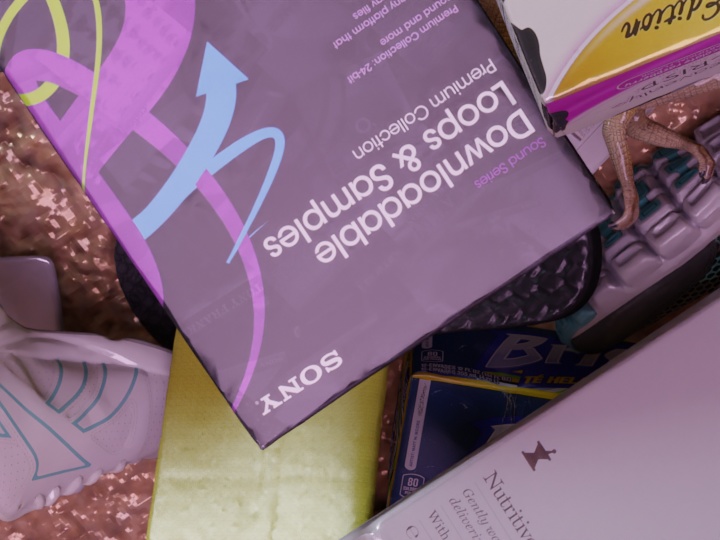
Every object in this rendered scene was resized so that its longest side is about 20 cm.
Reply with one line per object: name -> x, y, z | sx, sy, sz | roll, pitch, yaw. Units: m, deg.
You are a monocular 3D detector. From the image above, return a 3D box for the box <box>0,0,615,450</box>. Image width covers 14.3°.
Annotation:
box -> -0.029, -0.062, 0.933 | 0.143, 0.036, 0.200 | -34, 96, 5

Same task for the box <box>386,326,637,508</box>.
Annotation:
box -> 0.112, 0.072, 1.138 | 0.199, 0.064, 0.070 | 9, 113, -2

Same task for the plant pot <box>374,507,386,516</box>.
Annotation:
plant pot -> 0.066, 0.204, 1.134 | 0.199, 0.196, 0.195 | -13, 112, 1

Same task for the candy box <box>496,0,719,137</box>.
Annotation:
candy box -> 0.085, -0.161, 0.898 | 0.136, 0.061, 0.201 | -22, 80, 4

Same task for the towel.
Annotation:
towel -> -0.034, 0.080, 1.051 | 0.086, 0.201, 0.018 | -1, 154, 14

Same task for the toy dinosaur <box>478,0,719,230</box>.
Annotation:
toy dinosaur -> 0.061, -0.078, 0.974 | 0.199, 0.058, 0.102 | 19, 99, 0

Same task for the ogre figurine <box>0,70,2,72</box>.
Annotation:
ogre figurine -> -0.118, -0.151, 1.032 | 0.119, 0.098, 0.200 | 20, 146, -5

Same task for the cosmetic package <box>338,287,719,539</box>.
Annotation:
cosmetic package -> 0.103, 0.087, 1.006 | 0.200, 0.081, 0.113 | -34, 88, -16

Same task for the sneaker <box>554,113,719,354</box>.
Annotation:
sneaker -> 0.164, -0.021, 1.094 | 0.200, 0.078, 0.091 | -38, 110, 18

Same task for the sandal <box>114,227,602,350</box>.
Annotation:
sandal -> 0.000, 0.000, 1.114 | 0.199, 0.045, 0.076 | -3, 92, 19

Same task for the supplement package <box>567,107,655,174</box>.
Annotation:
supplement package -> 0.091, -0.140, 1.026 | 0.114, 0.110, 0.200 | 39, 109, -13

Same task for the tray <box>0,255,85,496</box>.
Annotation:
tray -> -0.214, 0.047, 1.163 | 0.199, 0.022, 0.108 | -5, 111, 4

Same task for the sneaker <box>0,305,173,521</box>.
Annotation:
sneaker -> -0.127, 0.057, 1.081 | 0.070, 0.200, 0.081 | -4, 75, 43
